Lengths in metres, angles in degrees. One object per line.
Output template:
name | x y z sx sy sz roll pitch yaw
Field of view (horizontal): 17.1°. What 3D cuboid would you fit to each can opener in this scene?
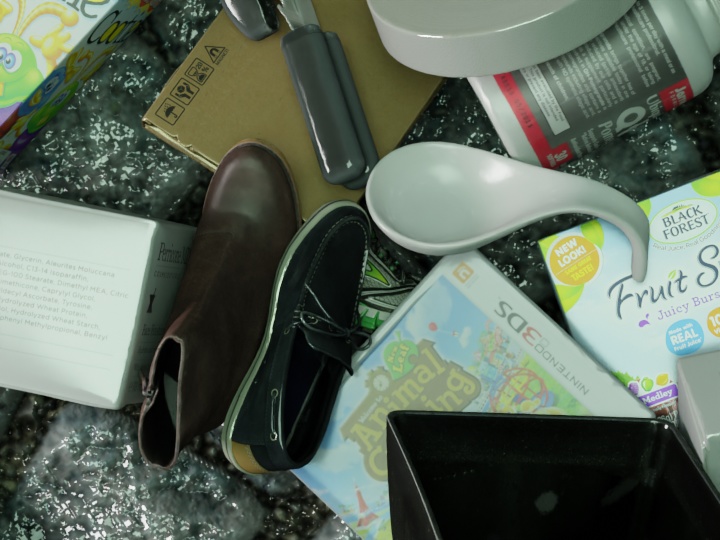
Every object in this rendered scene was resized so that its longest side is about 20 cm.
can opener | -0.041 -0.147 1.679 0.066 0.053 0.200 -30 72 23

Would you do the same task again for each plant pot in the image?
plant pot | 0.120 0.213 1.536 0.199 0.200 0.178 2 110 -11

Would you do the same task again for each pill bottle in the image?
pill bottle | 0.178 -0.154 1.676 0.200 0.111 0.111 -28 86 4

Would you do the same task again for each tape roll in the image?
tape roll | 0.102 -0.208 1.652 0.202 0.203 0.037 -20 126 5

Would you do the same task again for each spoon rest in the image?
spoon rest | 0.103 -0.042 1.625 0.200 0.061 0.099 10 48 -2

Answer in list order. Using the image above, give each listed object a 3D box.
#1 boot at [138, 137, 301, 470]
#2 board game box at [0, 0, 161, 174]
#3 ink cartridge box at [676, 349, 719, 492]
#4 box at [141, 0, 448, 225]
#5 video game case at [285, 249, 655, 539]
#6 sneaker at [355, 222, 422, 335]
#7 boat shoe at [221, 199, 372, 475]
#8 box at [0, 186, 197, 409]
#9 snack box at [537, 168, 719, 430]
boot | -0.096 0.021 1.603 0.072 0.166 0.200 13 107 8
board game box | -0.239 -0.180 1.720 0.105 0.103 0.200 43 93 5
ink cartridge box | 0.319 0.115 1.620 0.200 0.146 0.084 -11 42 -2
box | -0.034 -0.140 1.708 0.163 0.021 0.200 32 73 6
video game case | 0.069 0.111 1.641 0.182 0.022 0.200 43 91 7
sneaker | 0.000 0.000 1.705 0.200 0.078 0.085 20 90 6
boat shoe | -0.030 0.047 1.620 0.062 0.075 0.200 7 70 45
box | -0.225 0.013 1.663 0.200 0.199 0.131 11 91 8
snack box | 0.245 0.021 1.686 0.200 0.068 0.169 -20 87 4
